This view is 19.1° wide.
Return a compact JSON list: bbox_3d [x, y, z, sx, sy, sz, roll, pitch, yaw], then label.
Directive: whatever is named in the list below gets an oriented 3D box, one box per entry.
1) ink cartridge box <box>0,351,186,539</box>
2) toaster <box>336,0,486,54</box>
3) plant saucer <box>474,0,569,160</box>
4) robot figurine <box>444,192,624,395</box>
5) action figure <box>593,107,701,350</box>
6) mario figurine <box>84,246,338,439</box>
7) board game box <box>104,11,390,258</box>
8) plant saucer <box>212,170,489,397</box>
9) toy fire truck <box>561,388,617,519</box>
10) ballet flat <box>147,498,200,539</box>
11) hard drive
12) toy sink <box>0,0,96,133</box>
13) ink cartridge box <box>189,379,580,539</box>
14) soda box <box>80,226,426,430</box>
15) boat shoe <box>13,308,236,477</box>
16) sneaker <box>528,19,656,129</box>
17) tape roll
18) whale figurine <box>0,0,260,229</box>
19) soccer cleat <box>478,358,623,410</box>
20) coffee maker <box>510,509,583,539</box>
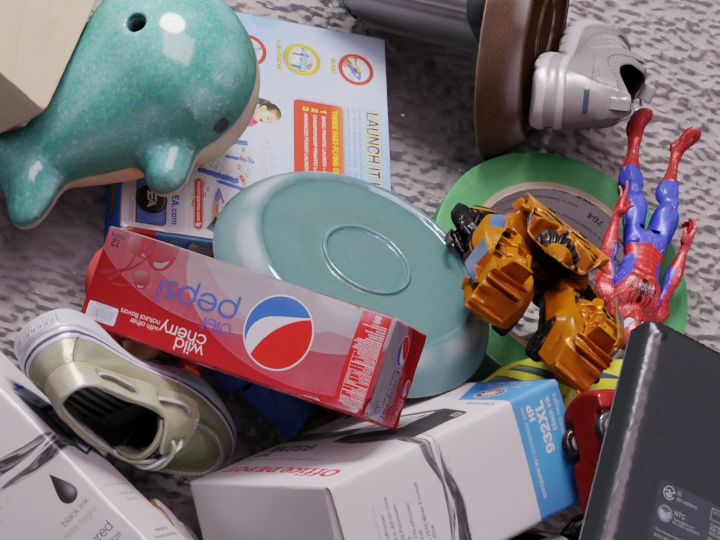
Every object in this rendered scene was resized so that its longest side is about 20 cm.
[{"bbox_3d":[-0.225,0.146,1.262,0.200,0.086,0.147,44,92,7],"label":"ink cartridge box"},{"bbox_3d":[0.051,-0.229,1.570,0.128,0.200,0.115,11,87,13],"label":"toaster"},{"bbox_3d":[0.122,-0.177,1.564,0.032,0.201,0.201,11,53,15],"label":"plant saucer"},{"bbox_3d":[0.122,0.009,1.419,0.145,0.058,0.200,38,18,-7],"label":"robot figurine"},{"bbox_3d":[0.205,-0.027,1.541,0.065,0.052,0.201,22,57,-13],"label":"action figure"},{"bbox_3d":[-0.088,0.042,1.400,0.199,0.106,0.124,29,32,-9],"label":"mario figurine"},{"bbox_3d":[-0.079,-0.086,1.516,0.194,0.056,0.202,9,58,-17],"label":"board game box"},{"bbox_3d":[0.000,0.000,1.408,0.199,0.028,0.201,19,38,-15],"label":"plant saucer"},{"bbox_3d":[0.207,0.168,1.318,0.140,0.049,0.202,-1,72,-27],"label":"toy fire truck"},{"bbox_3d":[-0.157,0.159,1.329,0.199,0.072,0.072,33,54,0],"label":"ballet flat"},{"bbox_3d":[0.203,0.146,1.276,0.139,0.033,0.201,26,63,-16],"label":"hard drive"},{"bbox_3d":[-0.282,-0.153,1.429,0.112,0.199,0.131,42,48,-30],"label":"toy sink"},{"bbox_3d":[0.017,0.137,1.332,0.199,0.144,0.084,-21,100,-39],"label":"ink cartridge box"},{"bbox_3d":[-0.065,0.035,1.301,0.198,0.070,0.064,18,85,20],"label":"soda box"},{"bbox_3d":[-0.138,0.091,1.296,0.200,0.072,0.062,37,21,-51],"label":"boat shoe"},{"bbox_3d":[0.182,-0.135,1.597,0.081,0.075,0.200,11,21,14],"label":"sneaker"},{"bbox_3d":[0.138,0.012,1.547,0.199,0.048,0.202,10,57,-16],"label":"tape roll"},{"bbox_3d":[-0.164,-0.114,1.407,0.199,0.104,0.160,-32,60,-6],"label":"whale figurine"},{"bbox_3d":[0.161,0.091,1.437,0.198,0.084,0.065,-6,102,-14],"label":"soccer cleat"},{"bbox_3d":[0.174,0.232,1.375,0.199,0.135,0.193,-22,71,-30],"label":"coffee maker"}]
